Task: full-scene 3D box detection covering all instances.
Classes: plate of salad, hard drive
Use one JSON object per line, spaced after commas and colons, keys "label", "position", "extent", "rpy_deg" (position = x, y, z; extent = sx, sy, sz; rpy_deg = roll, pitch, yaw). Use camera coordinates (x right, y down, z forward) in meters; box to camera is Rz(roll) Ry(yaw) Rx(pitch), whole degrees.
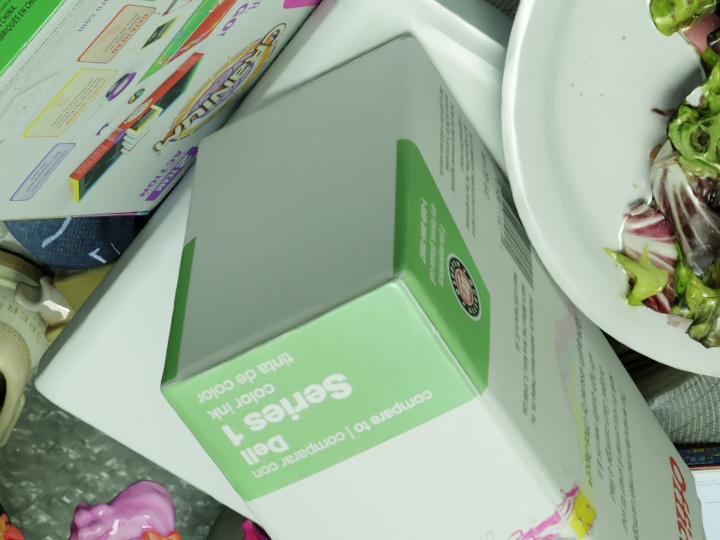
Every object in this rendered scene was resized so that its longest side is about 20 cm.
{"label": "plate of salad", "position": [0.141, -0.056, 0.847], "extent": [0.200, 0.048, 0.201], "rpy_deg": [-6, 110, -16]}
{"label": "hard drive", "position": [0.000, 0.000, 0.908], "extent": [0.132, 0.026, 0.200], "rpy_deg": [32, 118, -17]}

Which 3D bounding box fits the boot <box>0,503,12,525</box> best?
{"label": "boot", "position": [-0.203, 0.124, 1.036], "extent": [0.164, 0.066, 0.200], "rpy_deg": [-16, 146, 8]}

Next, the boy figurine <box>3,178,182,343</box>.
{"label": "boy figurine", "position": [-0.064, 0.001, 1.018], "extent": [0.124, 0.065, 0.200], "rpy_deg": [-28, 122, 25]}

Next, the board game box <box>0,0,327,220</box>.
{"label": "board game box", "position": [-0.065, -0.081, 0.803], "extent": [0.040, 0.200, 0.153], "rpy_deg": [46, 104, 11]}

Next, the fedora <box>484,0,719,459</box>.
{"label": "fedora", "position": [0.066, -0.026, 0.965], "extent": [0.177, 0.090, 0.200], "rpy_deg": [-29, 119, 25]}

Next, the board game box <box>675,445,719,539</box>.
{"label": "board game box", "position": [0.079, 0.115, 0.988], "extent": [0.199, 0.019, 0.103], "rpy_deg": [-4, 113, 10]}

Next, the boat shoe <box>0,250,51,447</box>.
{"label": "boat shoe", "position": [-0.185, 0.076, 1.090], "extent": [0.072, 0.065, 0.200], "rpy_deg": [29, 126, -17]}

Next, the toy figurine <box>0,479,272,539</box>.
{"label": "toy figurine", "position": [-0.107, 0.137, 0.962], "extent": [0.184, 0.150, 0.200], "rpy_deg": [-28, 118, -6]}

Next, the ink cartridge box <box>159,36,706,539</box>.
{"label": "ink cartridge box", "position": [0.030, 0.053, 0.838], "extent": [0.084, 0.145, 0.200], "rpy_deg": [-26, 118, 17]}

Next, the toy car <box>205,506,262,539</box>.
{"label": "toy car", "position": [-0.001, 0.153, 1.100], "extent": [0.176, 0.184, 0.201], "rpy_deg": [5, 101, 1]}
